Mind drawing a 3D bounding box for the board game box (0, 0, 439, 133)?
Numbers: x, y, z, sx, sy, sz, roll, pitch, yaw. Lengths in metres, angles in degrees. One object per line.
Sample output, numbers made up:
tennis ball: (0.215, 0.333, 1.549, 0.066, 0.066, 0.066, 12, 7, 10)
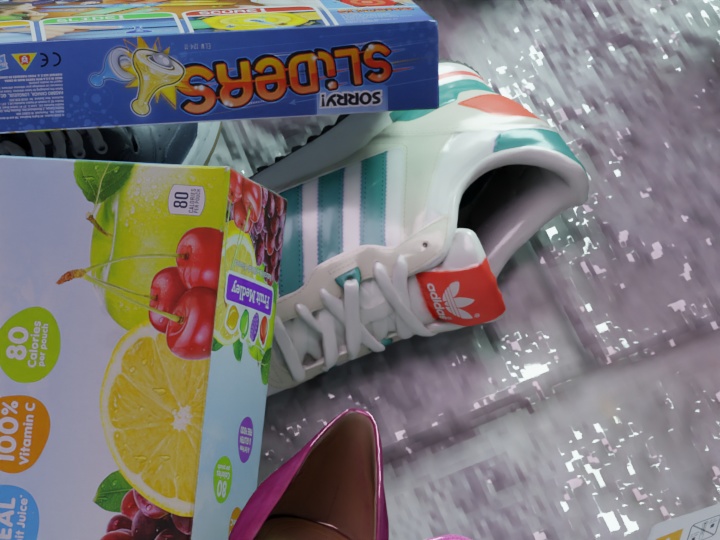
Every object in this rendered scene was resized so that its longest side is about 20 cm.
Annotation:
board game box: (-0.079, -0.084, 0.994, 0.199, 0.035, 0.135, -4, 15, -7)

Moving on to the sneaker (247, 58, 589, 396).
sneaker: (0.000, 0.000, 0.991, 0.200, 0.071, 0.093, -38, 44, -21)

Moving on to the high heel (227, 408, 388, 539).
high heel: (-0.025, 0.108, 0.806, 0.067, 0.097, 0.200, 17, 13, -4)

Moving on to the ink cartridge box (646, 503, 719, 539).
ink cartridge box: (0.152, 0.119, 0.772, 0.198, 0.044, 0.200, -22, 19, 31)

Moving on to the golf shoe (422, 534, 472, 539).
golf shoe: (0.021, 0.173, 0.818, 0.075, 0.092, 0.201, 0, 50, 4)

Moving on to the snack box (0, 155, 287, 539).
snack box: (-0.122, 0.063, 0.915, 0.168, 0.068, 0.201, 5, 82, 18)

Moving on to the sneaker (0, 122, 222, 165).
sneaker: (-0.143, -0.044, 1.047, 0.200, 0.109, 0.070, -41, 49, -18)
